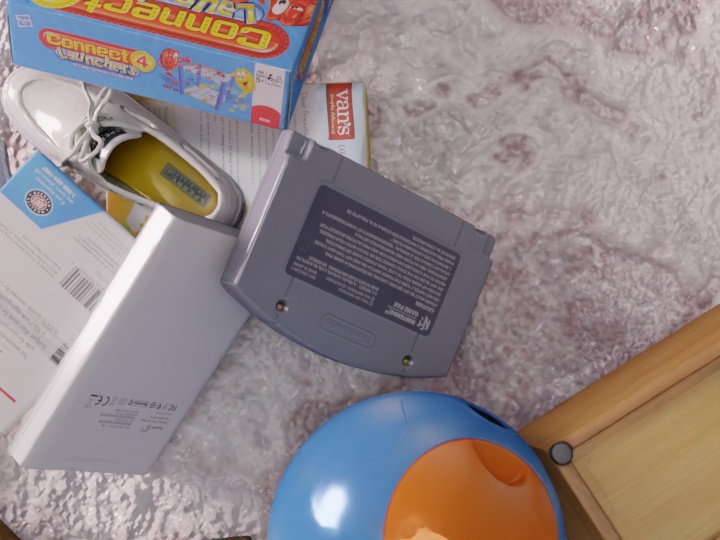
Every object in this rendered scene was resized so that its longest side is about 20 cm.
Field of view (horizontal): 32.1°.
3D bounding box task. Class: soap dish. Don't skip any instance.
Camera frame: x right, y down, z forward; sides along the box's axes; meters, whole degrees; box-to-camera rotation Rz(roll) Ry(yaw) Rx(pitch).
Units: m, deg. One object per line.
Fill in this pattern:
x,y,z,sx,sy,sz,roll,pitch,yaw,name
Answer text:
0.232,0.137,0.906,0.200,0.081,0.158,-32,86,0,soap dish

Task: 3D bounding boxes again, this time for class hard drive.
-0.145,0.055,0.877,0.026,0.132,0.200,38,101,31,hard drive

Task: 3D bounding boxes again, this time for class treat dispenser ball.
0.037,0.182,0.847,0.200,0.201,0.201,0,86,1,treat dispenser ball

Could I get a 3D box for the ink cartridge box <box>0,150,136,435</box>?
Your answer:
-0.247,0.030,0.869,0.116,0.068,0.200,43,84,-8,ink cartridge box

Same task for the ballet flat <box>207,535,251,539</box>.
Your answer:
-0.063,0.284,0.916,0.072,0.068,0.200,-24,81,-20,ballet flat

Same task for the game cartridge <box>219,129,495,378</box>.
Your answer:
0.000,0.000,0.894,0.200,0.041,0.133,26,81,-33,game cartridge

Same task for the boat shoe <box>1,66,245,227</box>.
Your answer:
-0.177,-0.089,0.889,0.202,0.086,0.075,35,89,6,boat shoe

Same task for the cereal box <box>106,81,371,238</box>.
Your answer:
-0.091,-0.066,0.948,0.199,0.040,0.144,-1,85,1,cereal box

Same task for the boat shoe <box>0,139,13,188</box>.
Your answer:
-0.248,-0.011,0.939,0.071,0.070,0.201,-12,89,-10,boat shoe

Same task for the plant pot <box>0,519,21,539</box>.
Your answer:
-0.276,0.263,0.872,0.186,0.186,0.200,-32,71,-1,plant pot

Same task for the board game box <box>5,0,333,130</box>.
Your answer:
-0.122,-0.207,0.901,0.200,0.056,0.196,13,49,2,board game box
